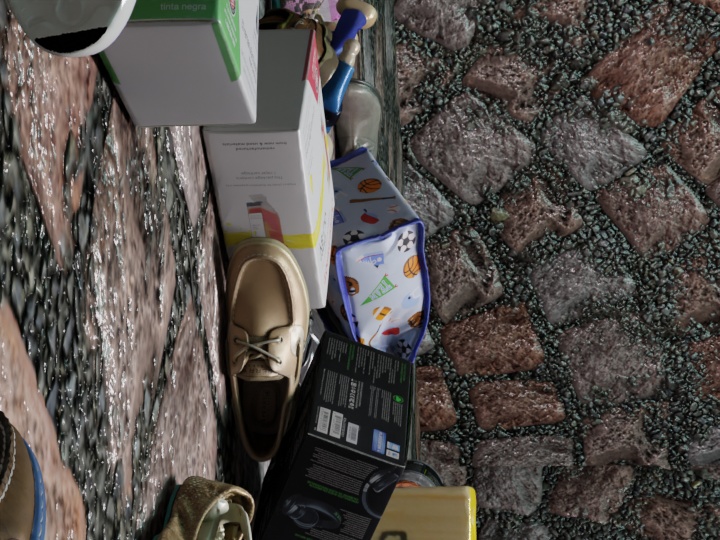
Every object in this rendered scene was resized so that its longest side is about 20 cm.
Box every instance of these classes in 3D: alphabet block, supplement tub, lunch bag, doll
[{"bbox_3d":[0.032,0.344,1.799,0.195,0.198,0.199,53,36,-82],"label":"alphabet block"},{"bbox_3d":[0.082,0.398,2.734,0.200,0.121,0.124,-6,95,-85],"label":"supplement tub"},{"bbox_3d":[0.000,0.000,1.746,0.170,0.123,0.201,-120,-165,-49],"label":"lunch bag"},{"bbox_3d":[-0.032,-0.176,1.515,0.136,0.048,0.201,-47,-158,47],"label":"doll"}]

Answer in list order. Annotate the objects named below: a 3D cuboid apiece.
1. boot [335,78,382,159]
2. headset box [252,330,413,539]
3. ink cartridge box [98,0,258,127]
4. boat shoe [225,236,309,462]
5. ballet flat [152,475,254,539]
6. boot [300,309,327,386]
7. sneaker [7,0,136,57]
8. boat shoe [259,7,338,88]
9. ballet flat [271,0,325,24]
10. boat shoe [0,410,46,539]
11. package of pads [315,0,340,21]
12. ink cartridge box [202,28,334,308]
[{"bbox_3d":[-0.006,-0.167,2.229,0.201,0.067,0.132,77,19,-59],"label":"boot"},{"bbox_3d":[-0.032,0.190,1.424,0.175,0.092,0.201,-82,-167,-63],"label":"headset box"},{"bbox_3d":[-0.112,-0.210,0.988,0.146,0.083,0.202,74,15,-71],"label":"ink cartridge box"},{"bbox_3d":[-0.079,0.069,1.348,0.065,0.070,0.202,-83,172,-60],"label":"boat shoe"},{"bbox_3d":[-0.107,0.194,1.059,0.200,0.065,0.071,-78,166,-66],"label":"ballet flat"},{"bbox_3d":[-0.063,0.108,1.605,0.132,0.069,0.202,75,4,-60],"label":"boot"},{"bbox_3d":[-0.129,-0.194,0.815,0.146,0.080,0.202,35,48,-78],"label":"sneaker"},{"bbox_3d":[-0.069,-0.216,1.483,0.072,0.068,0.200,-49,-161,2],"label":"boat shoe"},{"bbox_3d":[-0.057,-0.198,1.616,0.069,0.070,0.202,114,-22,-73],"label":"ballet flat"},{"bbox_3d":[-0.155,0.099,0.531,0.201,0.071,0.073,-82,168,-58],"label":"boat shoe"},{"bbox_3d":[-0.052,-0.381,1.707,0.121,0.075,0.202,83,7,-66],"label":"package of pads"},{"bbox_3d":[-0.074,-0.085,1.370,0.146,0.082,0.201,-85,172,-47],"label":"ink cartridge box"}]
